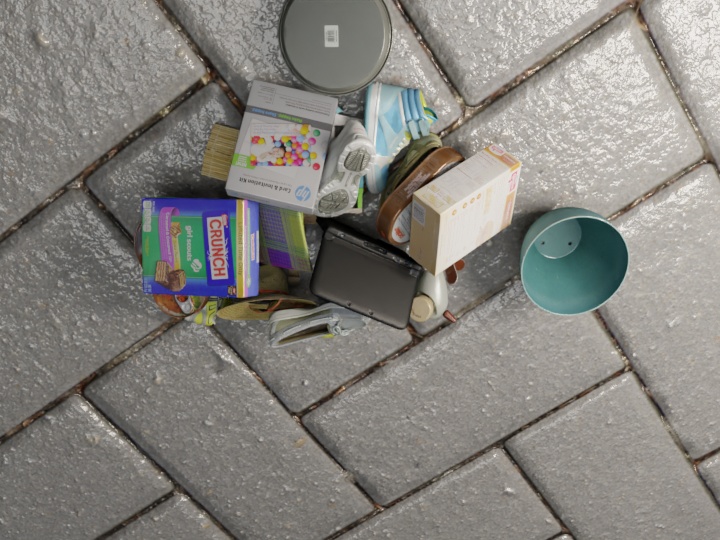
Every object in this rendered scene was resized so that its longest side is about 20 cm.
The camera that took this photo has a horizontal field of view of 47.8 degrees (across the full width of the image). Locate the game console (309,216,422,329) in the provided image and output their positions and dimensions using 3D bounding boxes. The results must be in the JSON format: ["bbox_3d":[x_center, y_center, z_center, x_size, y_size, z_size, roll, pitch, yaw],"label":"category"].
[{"bbox_3d":[0.000,0.000,1.487,0.197,0.176,0.118,23,99,-18],"label":"game console"}]

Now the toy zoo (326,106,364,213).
[{"bbox_3d":[-0.057,-0.204,1.469,0.129,0.021,0.204,0,109,-4],"label":"toy zoo"}]

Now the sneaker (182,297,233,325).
[{"bbox_3d":[-0.272,0.027,1.574,0.076,0.076,0.200,26,122,-28],"label":"sneaker"}]

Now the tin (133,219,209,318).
[{"bbox_3d":[-0.348,-0.011,1.517,0.111,0.042,0.203,-22,89,18],"label":"tin"}]

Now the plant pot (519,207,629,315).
[{"bbox_3d":[0.385,-0.037,1.523,0.196,0.135,0.203,-1,118,-2],"label":"plant pot"}]

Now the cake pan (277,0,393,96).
[{"bbox_3d":[-0.043,-0.392,1.353,0.196,0.037,0.204,1,108,4],"label":"cake pan"}]

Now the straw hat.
[{"bbox_3d":[-0.181,0.036,1.555,0.197,0.201,0.087,-6,77,1],"label":"straw hat"}]

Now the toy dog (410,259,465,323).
[{"bbox_3d":[0.163,0.022,1.562,0.095,0.132,0.202,23,127,10],"label":"toy dog"}]

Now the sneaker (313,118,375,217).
[{"bbox_3d":[-0.034,-0.179,1.431,0.077,0.100,0.201,15,134,-25],"label":"sneaker"}]

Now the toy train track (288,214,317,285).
[{"bbox_3d":[-0.124,-0.057,1.549,0.112,0.033,0.203,2,119,-4],"label":"toy train track"}]

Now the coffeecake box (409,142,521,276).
[{"bbox_3d":[0.183,-0.108,1.432,0.199,0.073,0.155,-33,145,-25],"label":"coffeecake box"}]

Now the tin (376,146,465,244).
[{"bbox_3d":[0.110,-0.130,1.436,0.200,0.042,0.112,-46,146,-3],"label":"tin"}]

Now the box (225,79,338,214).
[{"bbox_3d":[-0.133,-0.212,1.388,0.153,0.041,0.203,13,78,0],"label":"box"}]

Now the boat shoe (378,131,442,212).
[{"bbox_3d":[0.091,-0.155,1.490,0.072,0.063,0.202,25,114,-15],"label":"boat shoe"}]

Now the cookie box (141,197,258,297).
[{"bbox_3d":[-0.283,-0.042,1.442,0.196,0.075,0.175,2,95,14],"label":"cookie box"}]

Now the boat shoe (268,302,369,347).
[{"bbox_3d":[-0.077,0.106,1.540,0.198,0.066,0.075,-5,153,6],"label":"boat shoe"}]

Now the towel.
[{"bbox_3d":[-0.166,-0.076,1.478,0.198,0.023,0.146,13,124,40],"label":"towel"}]

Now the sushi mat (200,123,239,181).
[{"bbox_3d":[-0.180,-0.191,1.441,0.197,0.012,0.097,16,84,3],"label":"sushi mat"}]

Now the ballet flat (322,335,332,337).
[{"bbox_3d":[-0.018,0.061,1.607,0.066,0.067,0.200,23,119,-37],"label":"ballet flat"}]

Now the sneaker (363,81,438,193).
[{"bbox_3d":[0.071,-0.229,1.437,0.128,0.080,0.203,3,119,4],"label":"sneaker"}]
